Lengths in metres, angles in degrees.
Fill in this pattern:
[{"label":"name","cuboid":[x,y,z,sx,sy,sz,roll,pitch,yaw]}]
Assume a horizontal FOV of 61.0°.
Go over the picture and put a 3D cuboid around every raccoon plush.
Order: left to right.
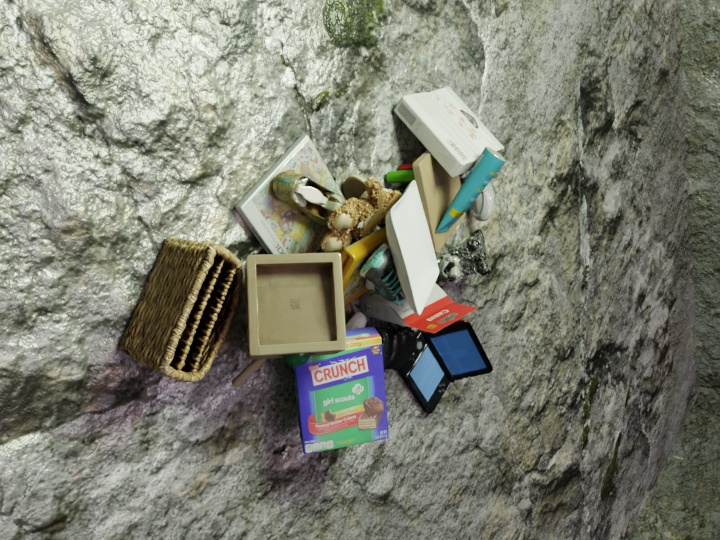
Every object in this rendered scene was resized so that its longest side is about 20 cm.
[{"label":"raccoon plush","cuboid":[0.247,-0.027,1.509,0.200,0.132,0.098,-45,116,-71]}]

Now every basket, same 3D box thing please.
[{"label":"basket","cuboid":[-0.247,0.067,0.939,0.142,0.147,0.203,32,73,-44]}]

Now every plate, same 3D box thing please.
[{"label":"plate","cuboid":[0.094,-0.046,1.144,0.200,0.032,0.203,-54,131,-61]}]

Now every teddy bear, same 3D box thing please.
[{"label":"teddy bear","cuboid":[-0.006,-0.103,1.125,0.200,0.066,0.146,-44,154,-31]}]

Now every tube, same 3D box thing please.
[{"label":"tube","cuboid":[0.225,-0.162,1.283,0.077,0.050,0.201,-8,137,-55]}]

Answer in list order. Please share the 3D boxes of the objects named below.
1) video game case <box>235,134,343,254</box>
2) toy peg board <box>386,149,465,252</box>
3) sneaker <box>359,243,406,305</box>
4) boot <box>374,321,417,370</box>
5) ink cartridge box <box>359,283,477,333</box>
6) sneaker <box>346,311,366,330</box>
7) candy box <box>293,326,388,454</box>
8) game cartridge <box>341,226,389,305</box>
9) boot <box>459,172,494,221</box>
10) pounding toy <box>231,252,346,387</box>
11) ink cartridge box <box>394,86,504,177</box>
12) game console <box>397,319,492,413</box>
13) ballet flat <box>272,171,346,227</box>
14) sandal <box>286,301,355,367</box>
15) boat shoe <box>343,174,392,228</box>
[{"label":"video game case","cuboid":[-0.117,-0.115,1.133,0.201,0.023,0.183,-53,130,-27]},{"label":"toy peg board","cuboid":[0.144,-0.173,1.362,0.199,0.096,0.203,-47,130,-49]},{"label":"sneaker","cuboid":[0.056,0.014,1.146,0.078,0.091,0.200,-49,166,-4]},{"label":"boot","cuboid":[0.044,0.202,1.319,0.162,0.073,0.201,6,108,-60]},{"label":"ink cartridge box","cuboid":[0.121,0.066,1.283,0.160,0.198,0.051,-22,112,-42]},{"label":"sneaker","cuboid":[-0.022,0.186,1.226,0.202,0.084,0.073,-63,167,-10]},{"label":"candy box","cuboid":[-0.039,0.220,1.137,0.166,0.077,0.204,-8,101,-12]},{"label":"game cartridge","cuboid":[0.000,0.000,1.176,0.199,0.032,0.178,-30,155,-50]},{"label":"boot","cuboid":[0.270,-0.221,1.493,0.094,0.073,0.204,-6,92,-39]},{"label":"pounding toy","cuboid":[-0.127,0.086,1.024,0.180,0.142,0.204,-2,80,-13]},{"label":"ink cartridge box","cuboid":[0.193,-0.304,1.319,0.175,0.045,0.201,-25,71,-43]},{"label":"game console","cuboid":[0.204,0.234,1.456,0.173,0.117,0.201,-53,129,-26]},{"label":"ballet flat","cuboid":[-0.072,-0.125,1.115,0.199,0.070,0.072,23,80,-46]},{"label":"sandal","cuboid":[-0.072,0.115,1.195,0.199,0.053,0.082,-34,119,-37]},{"label":"boat shoe","cuboid":[0.050,-0.131,1.249,0.199,0.072,0.065,37,41,-13]}]
